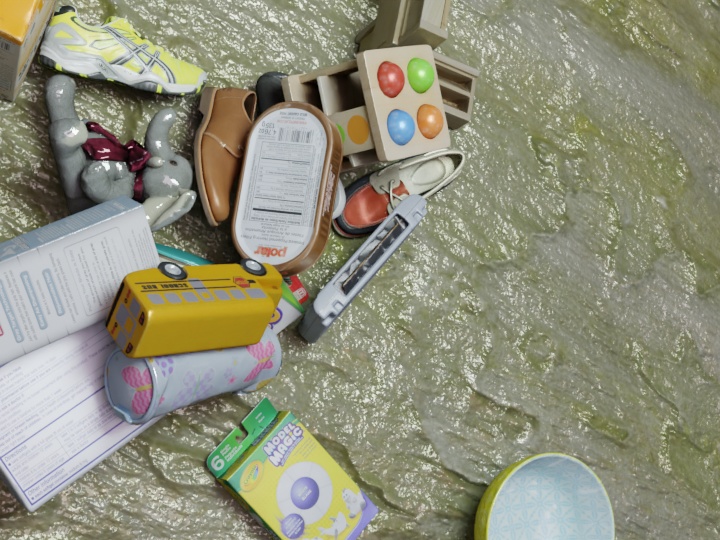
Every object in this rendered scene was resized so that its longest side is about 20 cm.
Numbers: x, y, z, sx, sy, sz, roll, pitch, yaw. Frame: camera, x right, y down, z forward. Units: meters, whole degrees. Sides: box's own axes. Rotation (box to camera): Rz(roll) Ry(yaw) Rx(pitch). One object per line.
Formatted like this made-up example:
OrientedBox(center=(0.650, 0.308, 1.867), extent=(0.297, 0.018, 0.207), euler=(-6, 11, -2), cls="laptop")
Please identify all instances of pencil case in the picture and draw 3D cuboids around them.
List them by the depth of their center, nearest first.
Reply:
OrientedBox(center=(-0.176, 0.104, 1.072), extent=(0.199, 0.083, 0.091), euler=(-9, 130, -53), cls="pencil case")

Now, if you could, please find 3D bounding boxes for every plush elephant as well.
OrientedBox(center=(-0.256, -0.116, 1.121), extent=(0.154, 0.165, 0.201), euler=(-13, 117, -13), cls="plush elephant")

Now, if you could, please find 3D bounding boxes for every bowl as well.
OrientedBox(center=(0.222, 0.338, 1.311), extent=(0.199, 0.108, 0.202), euler=(4, 81, -24), cls="bowl")

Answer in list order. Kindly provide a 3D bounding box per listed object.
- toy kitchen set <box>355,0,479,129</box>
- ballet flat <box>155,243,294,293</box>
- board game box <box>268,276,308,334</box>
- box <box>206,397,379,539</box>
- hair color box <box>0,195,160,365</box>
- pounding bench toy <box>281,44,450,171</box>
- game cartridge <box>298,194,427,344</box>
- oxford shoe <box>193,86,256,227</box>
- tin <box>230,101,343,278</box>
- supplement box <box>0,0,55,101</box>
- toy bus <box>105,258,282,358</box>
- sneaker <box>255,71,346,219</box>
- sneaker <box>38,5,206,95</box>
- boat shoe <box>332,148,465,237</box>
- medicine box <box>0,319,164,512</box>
OrientedBox(center=(0.111, -0.315, 1.295), extent=(0.179, 0.200, 0.164), euler=(18, 72, -22), cls="toy kitchen set")
OrientedBox(center=(-0.170, 0.019, 1.196), extent=(0.199, 0.069, 0.070), euler=(13, 78, -24), cls="ballet flat")
OrientedBox(center=(-0.154, 0.062, 1.172), extent=(0.200, 0.030, 0.096), euler=(-40, 123, -12), cls="board game box")
OrientedBox(center=(-0.082, 0.261, 1.211), extent=(0.200, 0.048, 0.117), euler=(48, 66, -10), cls="box")
OrientedBox(center=(-0.303, 0.009, 1.000), extent=(0.199, 0.061, 0.100), euler=(-26, 117, -27), cls="hair color box")
OrientedBox(center=(0.037, -0.198, 1.217), extent=(0.199, 0.155, 0.125), euler=(-19, 99, -47), cls="pounding bench toy")
OrientedBox(center=(0.000, 0.000, 1.236), extent=(0.042, 0.133, 0.200), euler=(42, 68, -2), cls="game cartridge")
OrientedBox(center=(-0.154, -0.141, 1.176), extent=(0.071, 0.071, 0.201), euler=(-3, 58, 6), cls="oxford shoe")
OrientedBox(center=(-0.085, -0.093, 1.134), extent=(0.111, 0.042, 0.202), euler=(6, 82, 21), cls="tin")
OrientedBox(center=(-0.371, -0.275, 1.060), extent=(0.073, 0.200, 0.127), euler=(23, 75, -17), cls="supplement box")
OrientedBox(center=(-0.160, 0.037, 1.029), extent=(0.199, 0.065, 0.078), euler=(-3, 39, -47), cls="toy bus")
OrientedBox(center=(-0.095, -0.142, 1.225), extent=(0.115, 0.075, 0.201), euler=(-32, 98, -49), cls="sneaker")
OrientedBox(center=(-0.265, -0.250, 1.160), extent=(0.199, 0.075, 0.077), euler=(7, 98, -37), cls="sneaker")
OrientedBox(center=(0.051, -0.106, 1.316), extent=(0.199, 0.062, 0.072), euler=(-29, 98, -24), cls="boat shoe")
OrientedBox(center=(-0.337, 0.121, 1.077), extent=(0.182, 0.103, 0.201), euler=(-35, 98, -25), cls="medicine box")
